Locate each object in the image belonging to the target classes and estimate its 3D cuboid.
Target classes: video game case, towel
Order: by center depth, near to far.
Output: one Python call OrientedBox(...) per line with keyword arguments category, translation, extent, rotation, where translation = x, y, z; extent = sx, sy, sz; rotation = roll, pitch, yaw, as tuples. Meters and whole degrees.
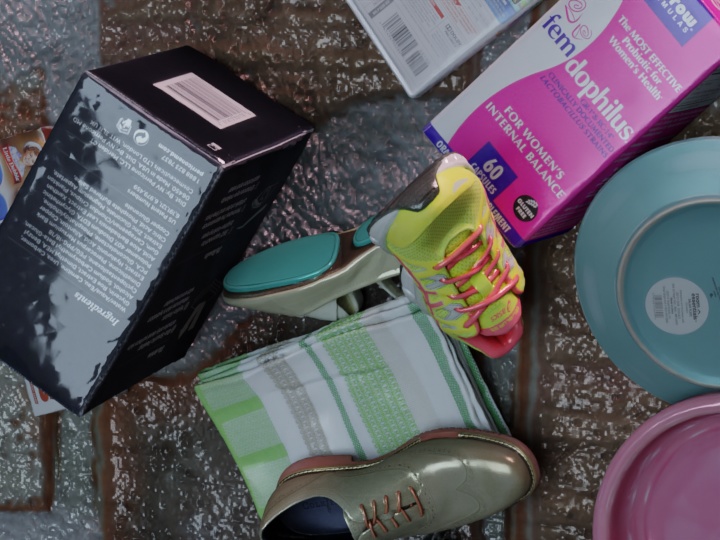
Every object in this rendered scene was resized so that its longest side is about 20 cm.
OrientedBox(category="video game case", translation=(0.070, -0.229, 1.750), extent=(0.200, 0.018, 0.144), rotation=(-37, 82, 25))
OrientedBox(category="towel", translation=(-0.003, 0.107, 1.812), extent=(0.199, 0.031, 0.150), rotation=(-20, 103, 26))

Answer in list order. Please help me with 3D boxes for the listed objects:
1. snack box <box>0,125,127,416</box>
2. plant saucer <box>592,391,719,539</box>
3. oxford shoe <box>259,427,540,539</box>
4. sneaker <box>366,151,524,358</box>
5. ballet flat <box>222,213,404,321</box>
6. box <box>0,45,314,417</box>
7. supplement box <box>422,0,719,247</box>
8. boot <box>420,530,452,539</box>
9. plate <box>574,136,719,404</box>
OrientedBox(category="snack box", translation=(-0.228, 0.001, 1.918), extent=(0.071, 0.024, 0.201), rotation=(-14, 92, 24))
OrientedBox(category="plant saucer", translation=(0.251, 0.173, 1.709), extent=(0.199, 0.051, 0.202), rotation=(5, 102, 23))
OrientedBox(category="oxford shoe", translation=(0.025, 0.158, 1.769), extent=(0.199, 0.074, 0.071), rotation=(-15, 109, 27))
OrientedBox(category="sneaker", translation=(0.067, -0.004, 1.650), extent=(0.078, 0.200, 0.090), rotation=(-40, 67, -3))
OrientedBox(category="ballet flat", translation=(0.000, 0.000, 1.797), extent=(0.199, 0.069, 0.070), rotation=(-22, 89, 24))
OrientedBox(category="box", translation=(-0.150, -0.032, 1.770), extent=(0.117, 0.197, 0.201), rotation=(33, 106, 9))
OrientedBox(category="supplement box", translation=(0.153, -0.119, 1.684), extent=(0.200, 0.103, 0.101), rotation=(-43, 79, 22))
OrientedBox(category="boot", translation=(0.042, 0.297, 1.817), extent=(0.174, 0.069, 0.201), rotation=(-31, 83, 26))
OrientedBox(category="plate", translation=(0.230, 0.011, 1.674), extent=(0.199, 0.026, 0.201), rotation=(7, 120, 13))
